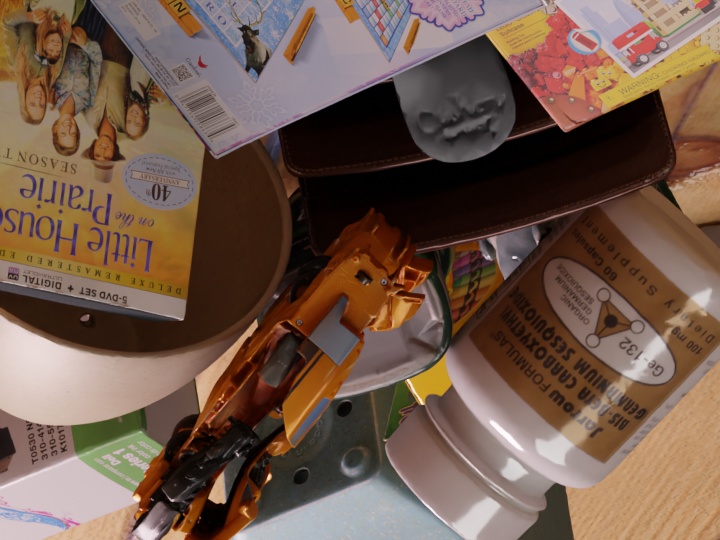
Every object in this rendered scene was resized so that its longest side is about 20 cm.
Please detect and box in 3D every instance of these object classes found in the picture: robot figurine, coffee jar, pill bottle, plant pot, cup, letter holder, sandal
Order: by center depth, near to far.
[{"bbox_3d":[0.023,-0.142,1.412,0.076,0.043,0.200,-27,110,10],"label":"sandal"},{"bbox_3d":[-0.044,0.064,1.471,0.058,0.145,0.200,37,104,-4],"label":"robot figurine"},{"bbox_3d":[0.052,-0.099,1.500,0.200,0.142,0.101,-14,152,5],"label":"letter holder"},{"bbox_3d":[-0.152,0.003,1.534,0.200,0.201,0.143,1,144,-22],"label":"cup"},{"bbox_3d":[0.111,0.052,1.557,0.200,0.114,0.114,-47,142,11],"label":"pill bottle"},{"bbox_3d":[0.000,0.000,1.626,0.104,0.085,0.200,-17,-165,7],"label":"coffee jar"},{"bbox_3d":[0.008,0.145,1.892,0.196,0.197,0.200,-23,142,21],"label":"plant pot"}]

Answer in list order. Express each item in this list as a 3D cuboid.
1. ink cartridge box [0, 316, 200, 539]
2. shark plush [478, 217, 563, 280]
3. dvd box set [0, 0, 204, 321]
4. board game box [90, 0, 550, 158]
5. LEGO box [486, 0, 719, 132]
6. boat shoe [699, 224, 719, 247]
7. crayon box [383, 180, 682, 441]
[{"bbox_3d":[-0.203,0.080,1.726,0.200,0.145,0.084,-22,150,20],"label":"ink cartridge box"},{"bbox_3d":[0.092,-0.022,1.631,0.091,0.200,0.083,5,-176,-9],"label":"shark plush"},{"bbox_3d":[-0.139,-0.084,1.403,0.146,0.200,0.029,14,168,-38],"label":"dvd box set"},{"bbox_3d":[-0.043,-0.169,1.325,0.199,0.041,0.200,-22,119,30],"label":"board game box"},{"bbox_3d":[0.140,-0.175,1.344,0.200,0.077,0.149,-25,119,32],"label":"LEGO box"},{"bbox_3d":[0.161,0.025,1.848,0.200,0.069,0.057,-13,152,-1],"label":"boat shoe"},{"bbox_3d":[0.097,0.018,1.747,0.200,0.126,0.052,-24,113,20],"label":"crayon box"}]
